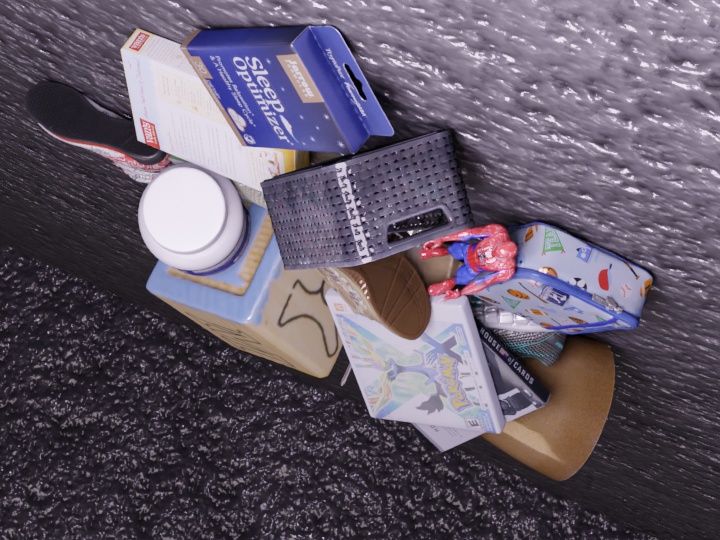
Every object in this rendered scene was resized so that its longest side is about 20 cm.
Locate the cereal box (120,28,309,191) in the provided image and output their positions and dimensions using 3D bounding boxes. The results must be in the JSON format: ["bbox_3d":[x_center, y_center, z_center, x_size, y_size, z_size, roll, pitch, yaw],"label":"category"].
[{"bbox_3d":[-0.147,-0.157,1.306,0.198,0.040,0.145,23,148,13],"label":"cereal box"}]

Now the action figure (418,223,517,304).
[{"bbox_3d":[0.092,-0.004,1.302,0.098,0.066,0.200,-15,178,-22],"label":"action figure"}]

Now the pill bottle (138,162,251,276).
[{"bbox_3d":[-0.188,-0.058,1.431,0.118,0.121,0.200,24,176,1],"label":"pill bottle"}]

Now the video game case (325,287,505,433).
[{"bbox_3d":[0.065,0.106,1.488,0.180,0.022,0.202,4,131,31],"label":"video game case"}]

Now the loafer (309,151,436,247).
[{"bbox_3d":[-0.002,-0.083,1.354,0.198,0.070,0.075,22,168,13],"label":"loafer"}]

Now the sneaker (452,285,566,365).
[{"bbox_3d":[0.155,0.075,1.517,0.197,0.078,0.092,5,121,10],"label":"sneaker"}]

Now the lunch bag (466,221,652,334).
[{"bbox_3d":[0.213,0.016,1.347,0.159,0.076,0.200,26,169,-15],"label":"lunch bag"}]

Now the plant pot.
[{"bbox_3d":[0.192,0.145,1.615,0.198,0.189,0.186,22,169,-12],"label":"plant pot"}]

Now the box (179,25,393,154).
[{"bbox_3d":[-0.069,-0.163,1.143,0.199,0.032,0.122,8,139,46],"label":"box"}]

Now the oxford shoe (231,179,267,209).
[{"bbox_3d":[-0.095,-0.108,1.461,0.200,0.075,0.058,38,-162,-42],"label":"oxford shoe"}]

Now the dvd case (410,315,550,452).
[{"bbox_3d":[0.111,0.136,1.523,0.150,0.025,0.199,44,139,-11],"label":"dvd case"}]

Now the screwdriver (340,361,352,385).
[{"bbox_3d":[0.019,0.052,1.570,0.028,0.202,0.029,21,171,17],"label":"screwdriver"}]

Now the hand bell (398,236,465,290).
[{"bbox_3d":[0.136,0.005,1.480,0.197,0.106,0.104,11,168,1],"label":"hand bell"}]

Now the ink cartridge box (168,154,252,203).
[{"bbox_3d":[-0.175,-0.141,1.513,0.144,0.048,0.200,16,168,38],"label":"ink cartridge box"}]

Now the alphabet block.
[{"bbox_3d":[-0.123,0.001,1.668,0.195,0.197,0.200,18,165,37],"label":"alphabet block"}]

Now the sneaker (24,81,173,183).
[{"bbox_3d":[-0.336,-0.172,1.645,0.199,0.068,0.108,21,165,7],"label":"sneaker"}]

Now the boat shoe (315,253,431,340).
[{"bbox_3d":[0.000,0.000,1.369,0.200,0.074,0.062,47,156,-25],"label":"boat shoe"}]

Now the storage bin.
[{"bbox_3d":[0.003,-0.066,1.207,0.134,0.095,0.199,-19,-172,-24],"label":"storage bin"}]

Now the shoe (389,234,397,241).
[{"bbox_3d":[-0.001,-0.031,1.510,0.071,0.092,0.200,29,167,0],"label":"shoe"}]
